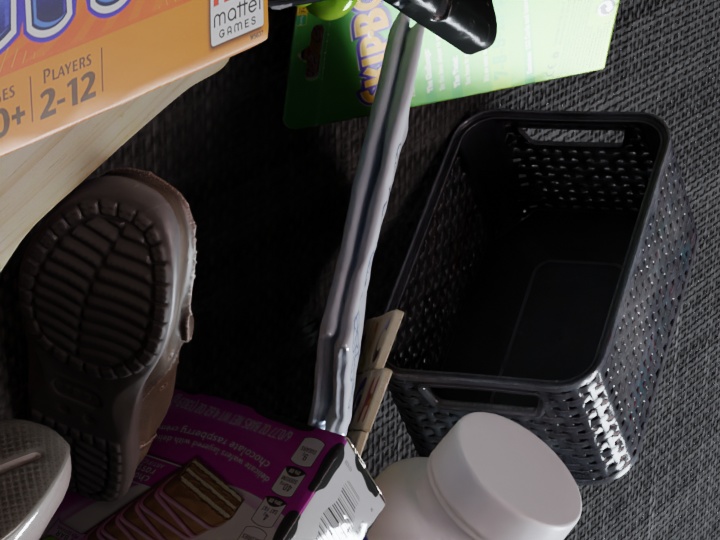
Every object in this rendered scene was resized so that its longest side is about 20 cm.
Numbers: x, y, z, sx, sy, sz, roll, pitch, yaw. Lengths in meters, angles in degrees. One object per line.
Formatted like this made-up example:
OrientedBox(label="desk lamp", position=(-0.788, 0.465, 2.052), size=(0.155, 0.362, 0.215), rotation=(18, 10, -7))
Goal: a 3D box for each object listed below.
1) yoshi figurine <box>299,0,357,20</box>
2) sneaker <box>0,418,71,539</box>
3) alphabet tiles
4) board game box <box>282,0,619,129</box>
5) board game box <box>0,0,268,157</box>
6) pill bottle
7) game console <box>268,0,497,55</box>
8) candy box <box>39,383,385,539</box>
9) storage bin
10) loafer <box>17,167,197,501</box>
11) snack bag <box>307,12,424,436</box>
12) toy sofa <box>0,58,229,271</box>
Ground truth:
OrientedBox(label="yoshi figurine", position=(-0.026, -0.215, 1.042), size=(0.112, 0.112, 0.201), rotation=(127, -25, -73))
OrientedBox(label="sneaker", position=(-0.197, 0.150, 0.949), size=(0.200, 0.070, 0.080), rotation=(-51, 150, -23))
OrientedBox(label="alphabet tiles", position=(-0.023, 0.117, 1.150), size=(0.166, 0.006, 0.201), rotation=(153, -42, -80))
OrientedBox(label="board game box", position=(0.049, -0.133, 1.135), size=(0.199, 0.030, 0.096), rotation=(-15, 134, -27))
OrientedBox(label="board game box", position=(-0.170, -0.162, 0.719), size=(0.200, 0.199, 0.201), rotation=(-31, 129, -47))
OrientedBox(label="pill bottle", position=(0.030, 0.173, 1.177), size=(0.112, 0.112, 0.200), rotation=(-9, 141, -55))
OrientedBox(label="game console", position=(-0.043, -0.184, 0.916), size=(0.176, 0.116, 0.201), rotation=(21, 52, -61))
OrientedBox(label="candy box", position=(-0.098, 0.155, 1.027), size=(0.200, 0.136, 0.061), rotation=(-57, 141, -25))
OrientedBox(label="storage bin", position=(0.104, 0.012, 1.240), size=(0.094, 0.134, 0.201), rotation=(65, 37, -46))
OrientedBox(label="loafer", position=(-0.112, 0.020, 0.987), size=(0.071, 0.073, 0.200), rotation=(-58, 172, -42))
OrientedBox(label="snack bag", position=(0.000, 0.000, 1.092), size=(0.200, 0.021, 0.189), rotation=(100, 2, -61))
OrientedBox(label="toy sofa", position=(-0.145, -0.089, 0.899), size=(0.200, 0.082, 0.098), rotation=(-48, 142, -35))
